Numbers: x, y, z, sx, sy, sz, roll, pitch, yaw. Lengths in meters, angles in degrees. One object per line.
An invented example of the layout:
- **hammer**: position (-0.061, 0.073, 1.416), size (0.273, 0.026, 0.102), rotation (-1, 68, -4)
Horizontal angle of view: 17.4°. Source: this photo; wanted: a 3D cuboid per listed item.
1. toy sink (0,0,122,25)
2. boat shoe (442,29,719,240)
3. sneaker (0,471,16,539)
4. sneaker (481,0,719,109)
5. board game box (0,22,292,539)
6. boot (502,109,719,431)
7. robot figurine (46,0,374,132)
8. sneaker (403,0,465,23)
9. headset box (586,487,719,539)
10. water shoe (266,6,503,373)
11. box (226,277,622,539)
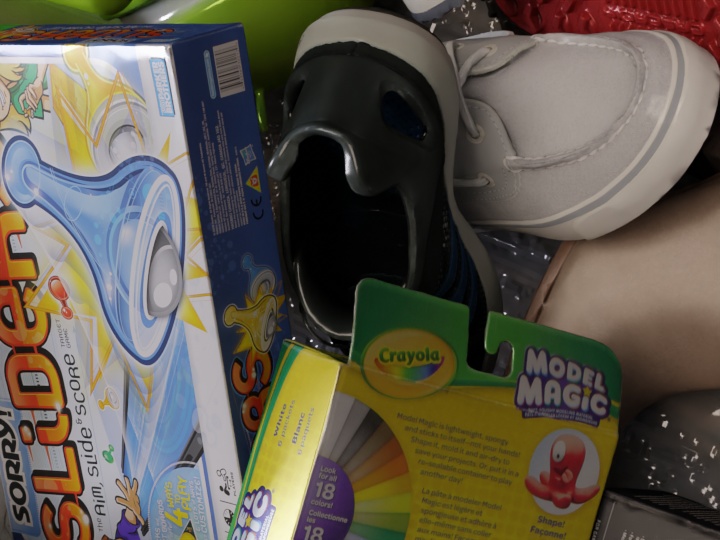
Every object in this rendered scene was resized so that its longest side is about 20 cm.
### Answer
- **toy sink**: position (-0.183, -0.023, 0.963), size (0.200, 0.130, 0.112), rotation (-26, 74, 21)
- **boat shoe**: position (0.044, -0.055, 0.839), size (0.200, 0.069, 0.072), rotation (3, 74, 60)
- **sneaker**: position (-0.150, 0.060, 0.898), size (0.074, 0.116, 0.200), rotation (6, 118, 49)
- **sneaker**: position (0.120, -0.112, 0.861), size (0.200, 0.096, 0.079), rotation (28, 136, 45)
- **board game box**: position (-0.082, 0.016, 0.813), size (0.135, 0.034, 0.200), rotation (5, 109, 44)
- **boot**: position (0.145, 0.016, 0.822), size (0.146, 0.070, 0.200), rotation (26, 90, 33)
- **robot figurine**: position (-0.066, -0.154, 0.901), size (0.116, 0.175, 0.200), rotation (-19, 105, 44)
- **sneaker**: position (0.014, -0.174, 0.857), size (0.070, 0.082, 0.200), rotation (-39, 28, 22)
- **headset box**: position (0.159, 0.185, 0.789), size (0.200, 0.093, 0.174), rotation (16, 91, 27)
- **water shoe**: position (0.000, 0.000, 0.813), size (0.071, 0.200, 0.079), rotation (10, 52, 20)
- **box**: position (0.010, 0.107, 0.775), size (0.048, 0.117, 0.200), rotation (20, 93, 58)
